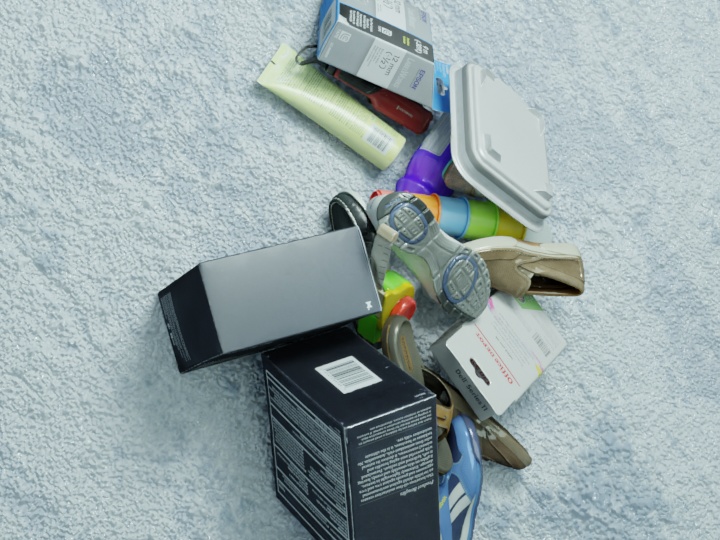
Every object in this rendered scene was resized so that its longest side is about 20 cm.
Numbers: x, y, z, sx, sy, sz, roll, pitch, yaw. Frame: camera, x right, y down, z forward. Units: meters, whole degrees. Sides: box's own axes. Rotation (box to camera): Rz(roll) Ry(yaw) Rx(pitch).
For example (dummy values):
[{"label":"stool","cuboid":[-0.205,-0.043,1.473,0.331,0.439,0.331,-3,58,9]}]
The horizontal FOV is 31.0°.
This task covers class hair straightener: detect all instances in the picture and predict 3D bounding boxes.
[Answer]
[{"label":"hair straightener","cuboid":[-0.001,-0.236,1.658,0.199,0.077,0.041,21,108,-28]}]

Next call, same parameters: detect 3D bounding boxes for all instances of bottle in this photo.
[{"label":"bottle","cuboid":[0.099,-0.132,1.667,0.065,0.084,0.201,28,70,19]}]

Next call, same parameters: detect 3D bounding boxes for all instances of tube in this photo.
[{"label":"tube","cuboid":[-0.035,-0.205,1.645,0.199,0.058,0.052,36,103,-11]}]

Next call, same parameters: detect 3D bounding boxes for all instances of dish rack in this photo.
[{"label":"dish rack","cuboid":[0.180,-0.161,1.606,0.171,0.043,0.201,33,40,-31]}]

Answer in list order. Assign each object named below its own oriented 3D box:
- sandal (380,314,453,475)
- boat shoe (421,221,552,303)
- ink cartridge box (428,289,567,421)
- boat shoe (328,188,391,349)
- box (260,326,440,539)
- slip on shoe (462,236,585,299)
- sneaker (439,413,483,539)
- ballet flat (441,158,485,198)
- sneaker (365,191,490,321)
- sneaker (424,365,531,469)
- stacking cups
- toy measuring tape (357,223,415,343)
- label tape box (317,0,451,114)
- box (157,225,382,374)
[{"label":"sandal","cuboid":[0.077,0.143,1.495,0.082,0.054,0.202,-37,114,-65]},{"label":"boat shoe","cuboid":[0.158,-0.006,1.680,0.199,0.064,0.071,-24,88,-24]},{"label":"ink cartridge box","cuboid":[0.164,0.103,1.617,0.118,0.067,0.200,54,41,0]},{"label":"boat shoe","cuboid":[0.000,0.000,1.604,0.060,0.075,0.201,-23,89,-31]},{"label":"box","cuboid":[-0.010,0.200,1.457,0.122,0.200,0.200,-16,118,-26]},{"label":"slip on shoe","cuboid":[0.191,0.003,1.615,0.198,0.076,0.061,3,61,-27]},{"label":"sneaker","cuboid":[0.099,0.271,1.575,0.081,0.074,0.202,7,98,-8]},{"label":"ballet flat","cuboid":[0.172,-0.123,1.655,0.067,0.068,0.200,39,25,18]},{"label":"sneaker","cuboid":[0.082,-0.022,1.538,0.074,0.087,0.200,-42,112,-8]},{"label":"sneaker","cuboid":[0.125,0.201,1.638,0.200,0.070,0.076,39,93,-15]},{"label":"stacking cups","cuboid":[0.105,-0.063,1.605,0.198,0.060,0.061,5,78,-19]},{"label":"toy measuring tape","cuboid":[0.035,0.009,1.507,0.073,0.201,0.074,4,47,-5]},{"label":"label tape box","cuboid":[0.047,-0.284,1.638,0.198,0.066,0.144,20,34,-14]},{"label":"box","cuboid":[-0.107,0.035,1.491,0.199,0.182,0.105,-14,86,-26]}]
